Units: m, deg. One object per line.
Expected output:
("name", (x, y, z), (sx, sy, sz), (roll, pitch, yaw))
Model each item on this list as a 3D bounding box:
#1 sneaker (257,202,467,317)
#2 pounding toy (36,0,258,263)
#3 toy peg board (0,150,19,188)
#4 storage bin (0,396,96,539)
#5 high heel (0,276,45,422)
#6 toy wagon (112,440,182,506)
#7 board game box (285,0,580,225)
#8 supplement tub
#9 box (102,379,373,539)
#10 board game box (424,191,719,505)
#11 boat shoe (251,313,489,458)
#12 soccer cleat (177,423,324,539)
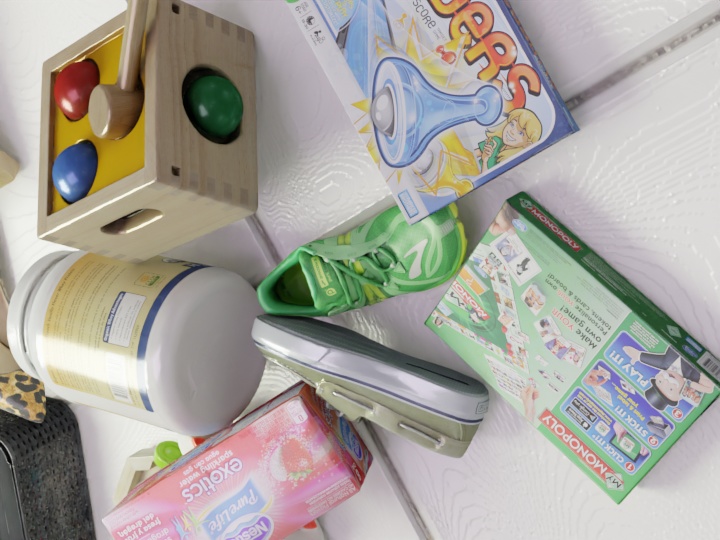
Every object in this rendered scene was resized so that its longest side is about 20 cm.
("sneaker", (0.000, 0.000, 0.992), (0.200, 0.083, 0.074), (-24, 93, 40))
("pounding toy", (-0.169, -0.131, 0.998), (0.200, 0.142, 0.185), (-20, 65, 40))
("toy peg board", (-0.474, -0.089, 1.238), (0.200, 0.098, 0.199), (-20, 134, 40))
("storage bin", (-0.367, 0.236, 1.361), (0.135, 0.094, 0.201), (10, 115, 34))
("high heel", (-0.368, 0.049, 1.295), (0.200, 0.071, 0.143), (47, 136, 24))
("toy wagon", (-0.159, 0.263, 1.250), (0.200, 0.040, 0.156), (37, 127, 18))
("board game box", (0.046, -0.151, 0.897), (0.135, 0.034, 0.201), (-30, 89, 18))
("supplement tub", (-0.196, 0.056, 1.123), (0.199, 0.144, 0.145), (11, 115, 33))
("box", (-0.099, 0.181, 1.071), (0.200, 0.103, 0.095), (-33, 92, 9))
("board game box", (0.153, 0.057, 0.936), (0.200, 0.029, 0.135), (43, 129, 15))
("boat shoe", (0.001, 0.090, 1.013), (0.199, 0.072, 0.062), (20, 102, 14))
("soccer cleat", (-0.097, 0.211, 1.172), (0.200, 0.069, 0.078), (55, 159, -3))
